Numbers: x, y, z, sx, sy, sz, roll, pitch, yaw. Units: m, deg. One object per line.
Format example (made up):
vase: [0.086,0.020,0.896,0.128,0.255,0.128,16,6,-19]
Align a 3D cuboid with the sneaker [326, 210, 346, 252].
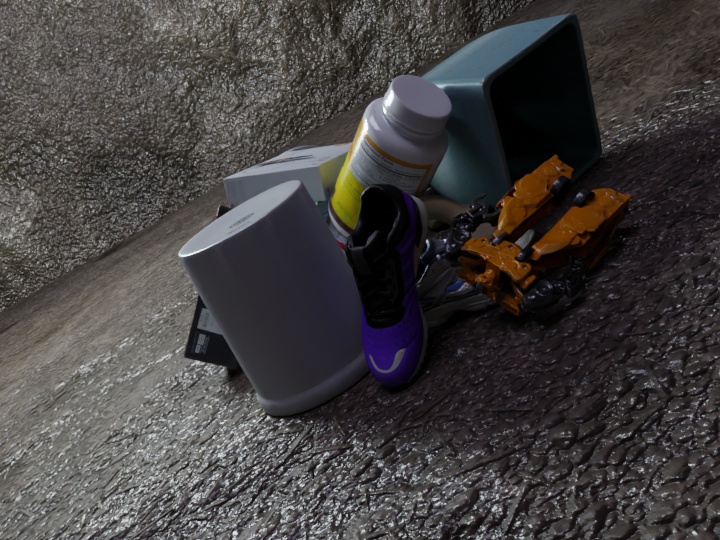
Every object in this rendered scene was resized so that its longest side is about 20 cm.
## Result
sneaker: [0.000,0.000,1.079,0.072,0.110,0.203,104,176,-56]

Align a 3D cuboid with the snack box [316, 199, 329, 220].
snack box: [-0.066,-0.026,1.182,0.198,0.118,0.037,-27,2,12]

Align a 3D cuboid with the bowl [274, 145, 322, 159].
bowl: [-0.081,-0.093,1.353,0.200,0.203,0.090,-34,47,-14]

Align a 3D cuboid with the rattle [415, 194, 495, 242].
rattle: [0.120,-0.015,0.991,0.196,0.144,0.131,-15,48,-3]

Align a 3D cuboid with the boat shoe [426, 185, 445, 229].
boat shoe: [0.103,-0.118,1.255,0.071,0.067,0.201,-29,16,2]

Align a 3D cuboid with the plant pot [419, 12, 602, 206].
plant pot: [0.164,-0.196,1.071,0.196,0.198,0.198,-38,32,-29]

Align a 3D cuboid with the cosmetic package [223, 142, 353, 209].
cosmetic package: [-0.077,-0.136,1.166,0.148,0.053,0.200,-3,17,24]

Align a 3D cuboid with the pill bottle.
pill bottle: [0.037,-0.131,1.005,0.109,0.108,0.201,-47,-12,-47]

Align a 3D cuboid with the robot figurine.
robot figurine: [0.176,-0.032,0.819,0.144,0.059,0.199,34,57,28]

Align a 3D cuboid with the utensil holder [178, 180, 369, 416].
utensil holder: [-0.084,0.027,0.913,0.168,0.202,0.170,-27,15,8]

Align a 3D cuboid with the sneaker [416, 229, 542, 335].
sneaker: [0.101,0.001,0.874,0.198,0.086,0.077,-29,16,3]

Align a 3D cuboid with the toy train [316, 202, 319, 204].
toy train: [-0.014,-0.088,1.293,0.197,0.057,0.042,-13,-14,-27]

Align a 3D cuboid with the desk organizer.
desk organizer: [-0.184,0.024,1.113,0.077,0.071,0.204,165,118,-71]

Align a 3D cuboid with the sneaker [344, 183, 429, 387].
sneaker: [0.018,0.008,0.810,0.068,0.204,0.099,-7,-19,27]
